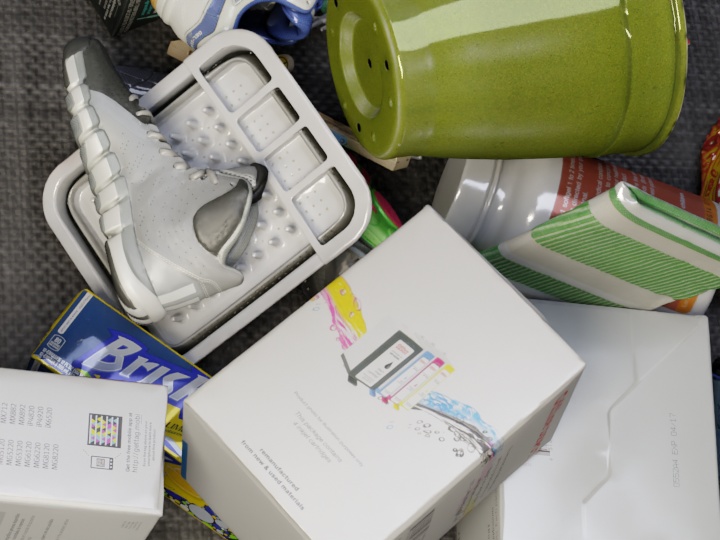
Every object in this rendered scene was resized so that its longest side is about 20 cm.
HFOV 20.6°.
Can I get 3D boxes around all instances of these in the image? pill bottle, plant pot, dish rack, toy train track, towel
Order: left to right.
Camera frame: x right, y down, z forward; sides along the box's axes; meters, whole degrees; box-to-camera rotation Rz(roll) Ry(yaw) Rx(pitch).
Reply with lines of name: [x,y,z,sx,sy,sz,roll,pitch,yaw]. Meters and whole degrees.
dish rack: [-0.101,-0.046,1.350,0.200,0.044,0.172,-37,80,12]
toy train track: [-0.049,-0.128,1.407,0.200,0.033,0.115,29,22,21]
plant pot: [0.086,-0.157,1.342,0.193,0.200,0.200,-13,71,-18]
pill bottle: [0.155,-0.028,1.436,0.200,0.112,0.112,20,62,-9]
towel: [0.149,0.000,1.329,0.153,0.200,0.023,20,60,-37]

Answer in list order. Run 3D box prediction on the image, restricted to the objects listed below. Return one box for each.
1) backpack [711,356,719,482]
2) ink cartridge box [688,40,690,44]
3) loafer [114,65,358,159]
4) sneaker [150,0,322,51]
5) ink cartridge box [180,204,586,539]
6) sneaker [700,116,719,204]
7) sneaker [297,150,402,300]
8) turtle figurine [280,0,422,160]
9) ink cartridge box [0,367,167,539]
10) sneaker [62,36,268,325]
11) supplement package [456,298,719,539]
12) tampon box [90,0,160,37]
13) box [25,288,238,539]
backpack: [0.355,0.129,1.380,0.183,0.200,0.147,0,86,-20]
ink cartridge box: [0.169,-0.249,1.546,0.176,0.045,0.200,-24,74,-47]
loafer: [-0.098,-0.096,1.423,0.200,0.063,0.072,12,21,-16]
sneaker: [-0.049,-0.202,1.415,0.200,0.075,0.088,-28,68,-25]
ink cartridge box: [0.011,0.092,1.215,0.200,0.147,0.145,-39,75,-20]
sneaker: [0.305,-0.063,1.537,0.077,0.073,0.200,35,59,-29]
sneaker: [0.000,0.000,1.405,0.200,0.084,0.077,55,23,-4]
turtle figurine: [0.049,-0.162,1.474,0.200,0.101,0.150,-23,86,-35]
ink cartridge box: [-0.221,0.131,1.191,0.176,0.200,0.084,8,64,-16]
sneaker: [-0.122,-0.070,1.308,0.115,0.075,0.200,-16,79,-1]
supplement package: [0.152,0.136,1.358,0.156,0.111,0.200,6,64,-11]
tampon box: [-0.113,-0.286,1.445,0.200,0.150,0.126,-25,75,-26]
box: [-0.125,0.102,1.311,0.200,0.070,0.064,35,60,-1]
